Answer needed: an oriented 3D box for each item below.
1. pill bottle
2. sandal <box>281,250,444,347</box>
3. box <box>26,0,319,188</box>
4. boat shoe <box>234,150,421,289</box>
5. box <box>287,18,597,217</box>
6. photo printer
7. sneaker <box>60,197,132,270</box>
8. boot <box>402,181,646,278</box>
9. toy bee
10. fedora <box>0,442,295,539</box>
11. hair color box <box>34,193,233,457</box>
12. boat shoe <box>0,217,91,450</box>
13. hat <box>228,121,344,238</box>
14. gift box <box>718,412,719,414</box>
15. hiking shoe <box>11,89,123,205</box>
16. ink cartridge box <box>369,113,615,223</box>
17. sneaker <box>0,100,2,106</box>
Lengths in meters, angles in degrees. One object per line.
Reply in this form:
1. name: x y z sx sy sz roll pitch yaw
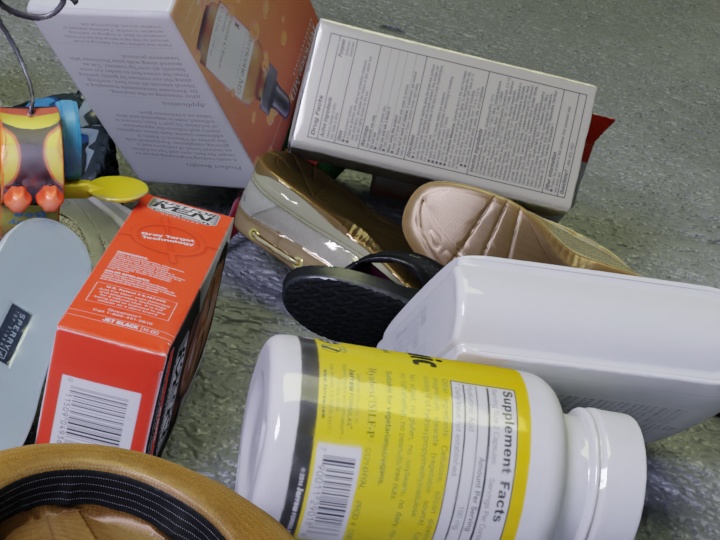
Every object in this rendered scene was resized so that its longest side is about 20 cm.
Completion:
1. pill bottle: 0.040 0.101 0.819 0.199 0.112 0.111 10 23 -10
2. sandal: 0.043 0.022 1.009 0.200 0.075 0.048 12 56 -19
3. box: -0.119 -0.173 1.084 0.106 0.200 0.153 5 62 20
4. boat shoe: 0.000 0.000 1.086 0.200 0.066 0.074 40 27 8
5. box: 0.055 -0.105 1.107 0.199 0.095 0.078 15 -2 -3
6. photo printer: 0.124 0.053 0.931 0.199 0.070 0.166 7 -21 -14
7. sneaker: -0.224 -0.039 1.039 0.200 0.075 0.082 25 24 25
8. boot: 0.118 -0.007 1.106 0.199 0.073 0.155 23 6 -4
9. toy bee: -0.196 -0.056 0.893 0.130 0.200 0.109 -15 51 2
10. fedora: -0.109 0.154 0.650 0.200 0.082 0.201 13 27 -7
11. hair color box: -0.123 0.040 0.880 0.061 0.102 0.200 14 23 -1
12. boat shoe: -0.208 0.066 0.825 0.071 0.091 0.201 36 47 -13
13. hat: -0.050 -0.056 1.231 0.199 0.166 0.177 -1 69 -18
14. gift box: 0.354 0.022 1.081 0.184 0.187 0.200 18 22 11
15. hiking shoe: -0.222 -0.077 1.160 0.086 0.075 0.200 -8 22 -8
16. ink cartridge box: 0.099 -0.088 1.245 0.162 0.050 0.200 12 -11 -4
17. sneaker: -0.326 -0.111 1.154 0.087 0.075 0.200 40 36 -8
